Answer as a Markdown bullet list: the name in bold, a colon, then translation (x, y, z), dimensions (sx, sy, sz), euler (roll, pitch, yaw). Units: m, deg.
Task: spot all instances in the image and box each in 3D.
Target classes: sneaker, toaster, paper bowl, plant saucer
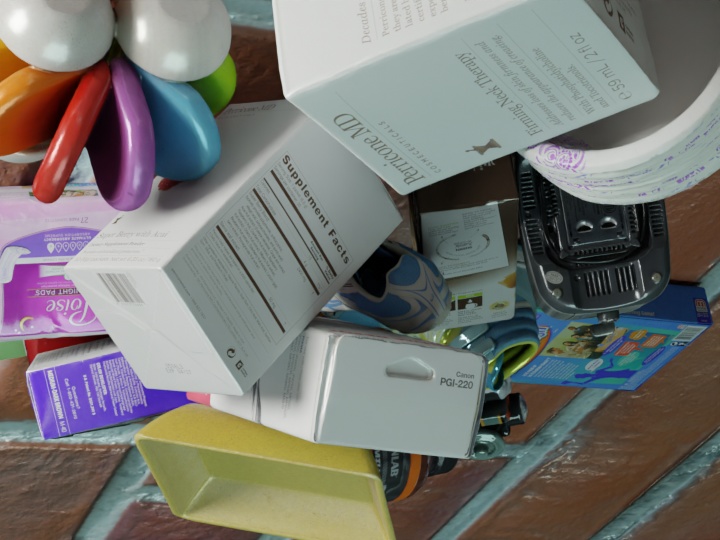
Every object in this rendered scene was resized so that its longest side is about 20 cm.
- **sneaker**: translation (0.000, 0.000, 1.617), dimensions (0.200, 0.072, 0.072), euler (14, 140, 56)
- **toaster**: translation (0.179, -0.049, 1.624), dimensions (0.114, 0.200, 0.129), euler (-10, 169, 0)
- **paper bowl**: translation (0.193, -0.142, 1.417), dimensions (0.201, 0.201, 0.104), euler (-22, 149, 22)
- **sneaker**: translation (0.067, 0.053, 1.812), dimensions (0.200, 0.131, 0.080), euler (-10, 153, 3)
- **plant saucer**: translation (-0.068, 0.165, 1.653), dimensions (0.200, 0.048, 0.200), euler (9, 156, 10)

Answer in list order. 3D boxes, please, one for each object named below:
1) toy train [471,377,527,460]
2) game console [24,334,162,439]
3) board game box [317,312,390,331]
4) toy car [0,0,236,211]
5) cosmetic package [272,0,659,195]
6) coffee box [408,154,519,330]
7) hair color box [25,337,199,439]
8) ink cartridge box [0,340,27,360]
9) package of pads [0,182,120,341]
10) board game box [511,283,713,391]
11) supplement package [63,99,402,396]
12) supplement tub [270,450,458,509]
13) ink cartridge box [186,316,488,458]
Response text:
- **toy train**: translation (0.056, 0.131, 1.937), dimensions (0.200, 0.085, 0.114), euler (-9, 138, 13)
- **game console**: translation (-0.189, 0.077, 1.803), dimensions (0.200, 0.119, 0.172), euler (-10, 121, -6)
- **board game box**: translation (-0.040, 0.073, 1.927), dimensions (0.200, 0.030, 0.096), euler (3, 149, -27)
- **toy car**: translation (-0.181, -0.113, 1.412), dimensions (0.200, 0.150, 0.175), euler (3, 149, -21)
- **cosmetic package**: translation (0.066, -0.182, 1.343), dimensions (0.200, 0.166, 0.167), euler (-21, 150, 22)
- **coffee box**: translation (0.081, -0.049, 1.647), dimensions (0.080, 0.114, 0.200), euler (-8, 152, -1)
- **hair color box**: translation (-0.168, 0.082, 1.670), dimensions (0.200, 0.065, 0.109), euler (-14, -174, -3)
- **ink cartridge box**: translation (-0.245, 0.018, 1.740), dimensions (0.200, 0.048, 0.146), euler (-7, 152, -6)
- **package of pads**: translation (-0.228, -0.008, 1.621), dimensions (0.200, 0.121, 0.076), euler (-3, -164, -13)
- **board game box**: translation (0.215, 0.061, 1.960), dimensions (0.200, 0.045, 0.152), euler (5, 149, -25)
- **supplement package**: translation (-0.090, -0.020, 1.471), dimensions (0.121, 0.200, 0.120), euler (0, 129, 48)
- **supplement tub**: translation (-0.010, 0.161, 1.819), dimensions (0.200, 0.107, 0.107), euler (-7, 154, -31)
- **ink cartridge box**: translation (-0.020, 0.081, 1.533), dimensions (0.146, 0.085, 0.200), euler (9, 180, -33)
